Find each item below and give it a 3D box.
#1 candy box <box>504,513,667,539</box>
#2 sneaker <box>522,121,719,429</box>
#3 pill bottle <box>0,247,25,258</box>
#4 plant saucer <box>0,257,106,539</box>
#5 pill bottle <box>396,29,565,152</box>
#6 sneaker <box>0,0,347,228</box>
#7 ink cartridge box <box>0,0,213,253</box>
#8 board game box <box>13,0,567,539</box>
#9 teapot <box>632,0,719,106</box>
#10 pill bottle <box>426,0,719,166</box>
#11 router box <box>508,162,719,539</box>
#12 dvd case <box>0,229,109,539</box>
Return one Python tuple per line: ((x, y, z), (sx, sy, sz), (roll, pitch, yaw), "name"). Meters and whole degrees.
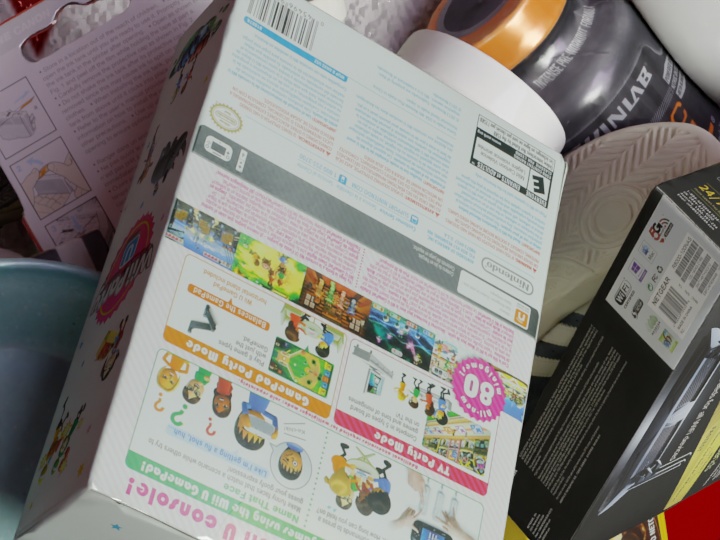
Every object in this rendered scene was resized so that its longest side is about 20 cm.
((0.126, 0.197, 0.966), (0.102, 0.026, 0.202), (-19, 105, -36), "candy box")
((0.097, 0.015, 0.869), (0.200, 0.075, 0.084), (-39, 136, 12), "sneaker")
((-0.149, 0.063, 0.720), (0.111, 0.111, 0.201), (-42, 114, -28), "pill bottle")
((-0.113, 0.098, 0.618), (0.198, 0.036, 0.202), (6, 77, -26), "plant saucer")
((0.000, 0.000, 0.809), (0.112, 0.112, 0.201), (41, 78, -29), "pill bottle")
((-0.074, -0.055, 0.804), (0.199, 0.077, 0.089), (-32, 120, -28), "sneaker")
((-0.066, -0.017, 0.721), (0.108, 0.050, 0.201), (-30, 86, -6), "ink cartridge box")
((-0.015, 0.021, 0.633), (0.147, 0.064, 0.201), (28, 55, -22), "board game box")
((0.204, -0.185, 0.918), (0.200, 0.146, 0.198), (41, 28, -29), "teapot")
((0.118, -0.066, 0.919), (0.200, 0.106, 0.107), (43, 67, -28), "pill bottle")
((0.159, 0.031, 0.842), (0.156, 0.052, 0.201), (-19, 146, -39), "router box")
((-0.145, 0.090, 0.634), (0.199, 0.016, 0.150), (-24, 90, -29), "dvd case")
